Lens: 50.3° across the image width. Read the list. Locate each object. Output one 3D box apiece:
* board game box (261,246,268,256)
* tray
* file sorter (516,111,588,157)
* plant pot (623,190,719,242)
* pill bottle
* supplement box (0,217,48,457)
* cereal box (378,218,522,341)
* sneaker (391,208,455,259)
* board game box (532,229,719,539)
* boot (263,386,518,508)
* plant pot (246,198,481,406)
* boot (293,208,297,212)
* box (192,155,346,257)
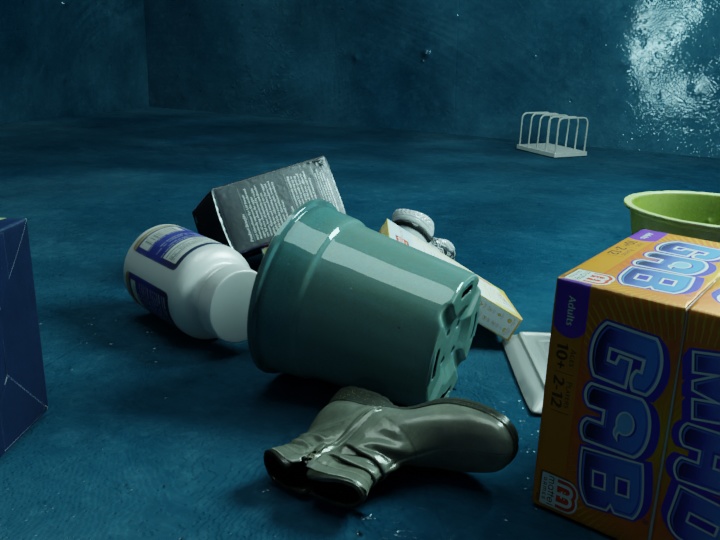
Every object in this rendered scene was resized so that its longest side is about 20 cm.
[{"bbox_3d":[-0.084,-0.039,1.209,0.103,0.024,0.200,-15,1,5],"label":"board game box"},{"bbox_3d":[0.231,0.112,0.888,0.106,0.023,0.200,3,18,0],"label":"tray"},{"bbox_3d":[0.636,-0.453,2.537,0.137,0.127,0.200,-6,19,-26],"label":"file sorter"},{"bbox_3d":[0.406,0.018,0.920,0.197,0.193,0.200,2,18,-1],"label":"plant pot"},{"bbox_3d":[-0.205,0.019,0.973,0.119,0.122,0.199,-13,23,-39],"label":"pill bottle"},{"bbox_3d":[-0.412,0.061,0.685,0.196,0.203,0.134,2,16,3],"label":"supplement box"},{"bbox_3d":[0.110,0.009,1.009,0.198,0.040,0.144,31,12,-6],"label":"cereal box"},{"bbox_3d":[0.085,-0.006,1.166,0.074,0.116,0.200,11,-15,25],"label":"sneaker"},{"bbox_3d":[0.282,0.098,0.633,0.198,0.203,0.199,15,22,36],"label":"board game box"},{"bbox_3d":[0.025,0.163,0.656,0.197,0.069,0.130,3,21,29],"label":"boot"},{"bbox_3d":[0.014,0.046,0.818,0.194,0.203,0.200,18,22,23],"label":"plant pot"},{"bbox_3d":[0.000,0.000,0.970,0.073,0.200,0.144,-49,32,-9],"label":"boot"},{"bbox_3d":[-0.147,-0.090,1.210,0.198,0.106,0.148,-21,1,-24],"label":"box"}]
